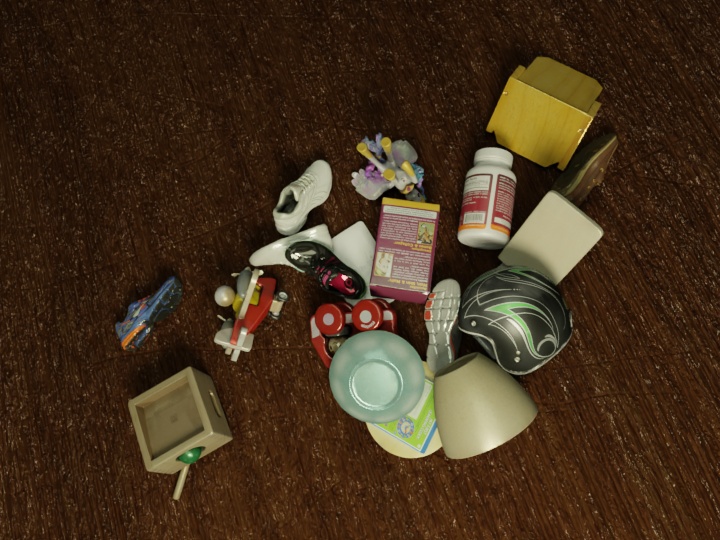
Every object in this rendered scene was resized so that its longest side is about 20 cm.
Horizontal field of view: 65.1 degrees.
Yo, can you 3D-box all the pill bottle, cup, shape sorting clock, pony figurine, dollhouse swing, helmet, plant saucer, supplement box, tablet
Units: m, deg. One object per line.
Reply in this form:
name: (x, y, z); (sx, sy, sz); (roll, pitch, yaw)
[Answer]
pill bottle: (0.280, -0.157, 1.231); (0.111, 0.113, 0.203); (9, 79, 10)
cup: (0.219, 0.246, 1.092); (0.199, 0.200, 0.144); (-29, 87, 1)
shape sorting clock: (0.106, 0.290, 1.193); (0.197, 0.039, 0.203); (-2, 75, 8)
pony figurine: (0.067, -0.220, 1.254); (0.166, 0.200, 0.193); (-43, 60, 4)
dollhouse swing: (0.429, -0.367, 1.298); (0.198, 0.176, 0.183); (30, 124, 13)
helmet: (0.297, 0.084, 1.110); (0.199, 0.200, 0.191); (-39, 93, -2)
plant saucer: (0.032, 0.224, 1.139); (0.198, 0.039, 0.204); (1, 102, 6)
supplement box: (0.097, -0.042, 1.228); (0.129, 0.103, 0.203); (9, 75, 5)
tablet: (0.000, 0.000, 1.286); (0.129, 0.014, 0.201); (-32, 75, 0)

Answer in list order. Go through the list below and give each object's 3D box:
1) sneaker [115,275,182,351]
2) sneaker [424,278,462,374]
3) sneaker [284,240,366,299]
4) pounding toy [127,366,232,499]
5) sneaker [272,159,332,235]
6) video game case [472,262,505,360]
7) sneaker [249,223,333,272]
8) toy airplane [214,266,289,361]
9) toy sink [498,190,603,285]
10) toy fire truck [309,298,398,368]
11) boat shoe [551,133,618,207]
sneaker: (-0.495, 0.088, 1.305); (0.078, 0.075, 0.200); (39, 84, 17)
sneaker: (0.183, 0.119, 1.201); (0.076, 0.082, 0.203); (7, 88, 31)
sneaker: (-0.074, -0.002, 1.226); (0.198, 0.084, 0.077); (29, 99, -1)
pounding toy: (-0.382, 0.353, 1.212); (0.183, 0.142, 0.201); (-29, 65, 0)
sneaker: (-0.131, -0.179, 1.295); (0.077, 0.100, 0.201); (26, 75, 16)
video game case: (0.316, 0.074, 1.224); (0.199, 0.018, 0.144); (-40, 75, -2)
sneaker: (-0.157, -0.033, 1.288); (0.198, 0.075, 0.090); (-20, 95, 10)
toy airplane: (-0.258, 0.090, 1.206); (0.140, 0.199, 0.201); (32, 85, 3)
toy sink: (0.399, -0.070, 1.144); (0.130, 0.201, 0.112); (42, 47, 15)
toy fire truck: (-0.010, 0.149, 1.203); (0.197, 0.112, 0.171); (-7, 87, 15)
boat shoe: (0.503, -0.219, 1.244); (0.200, 0.072, 0.068); (-48, 109, -12)
